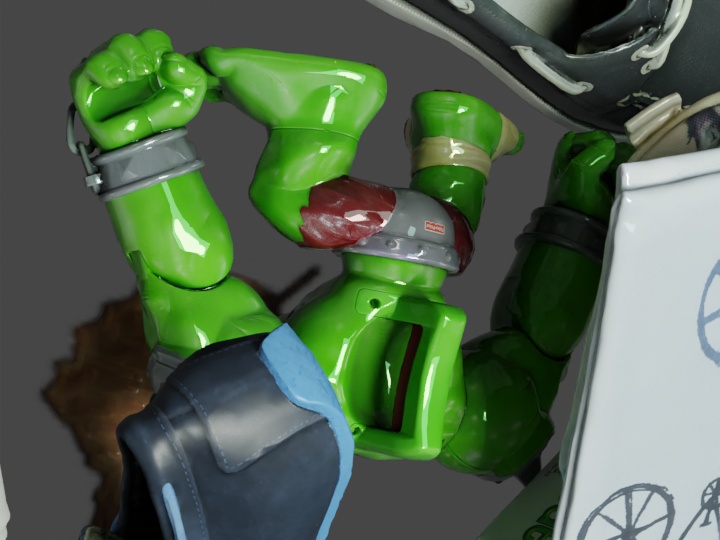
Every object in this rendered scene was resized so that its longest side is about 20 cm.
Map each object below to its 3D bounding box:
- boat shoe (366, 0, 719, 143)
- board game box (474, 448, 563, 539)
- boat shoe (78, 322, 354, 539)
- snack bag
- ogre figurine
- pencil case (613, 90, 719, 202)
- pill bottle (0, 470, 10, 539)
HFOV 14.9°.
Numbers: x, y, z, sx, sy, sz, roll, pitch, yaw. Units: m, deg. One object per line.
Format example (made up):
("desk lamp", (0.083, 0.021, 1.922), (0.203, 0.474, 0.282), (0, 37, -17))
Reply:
("boat shoe", (0.073, -0.091, 0.915), (0.200, 0.060, 0.076), (16, 84, -32))
("board game box", (0.040, 0.161, 0.861), (0.200, 0.035, 0.126), (-44, 126, -23))
("boat shoe", (-0.058, 0.086, 0.792), (0.069, 0.084, 0.200), (-20, 142, -26))
("snack bag", (0.131, 0.046, 0.843), (0.188, 0.021, 0.200), (-13, 124, -35))
("ogre figurine", (0.000, 0.000, 0.851), (0.200, 0.098, 0.120), (17, 74, -50))
("pencil case", (0.155, 0.012, 0.925), (0.078, 0.089, 0.200), (-49, 139, -1))
("pill bottle", (-0.131, 0.150, 0.767), (0.111, 0.111, 0.201), (-10, 98, -32))
